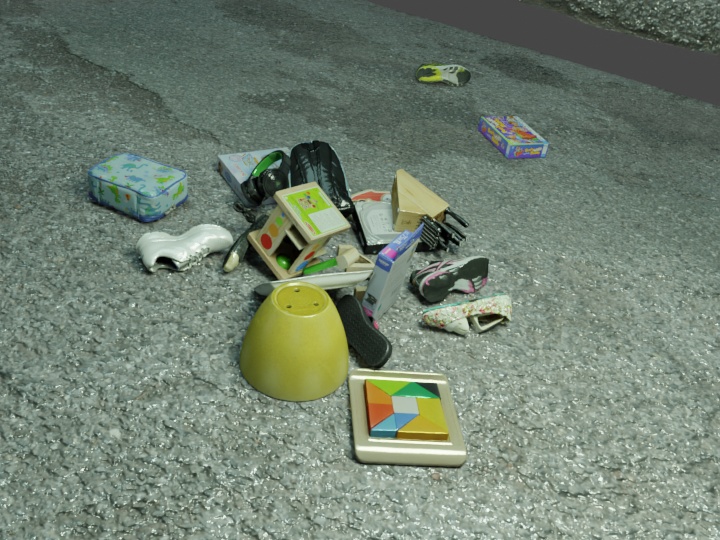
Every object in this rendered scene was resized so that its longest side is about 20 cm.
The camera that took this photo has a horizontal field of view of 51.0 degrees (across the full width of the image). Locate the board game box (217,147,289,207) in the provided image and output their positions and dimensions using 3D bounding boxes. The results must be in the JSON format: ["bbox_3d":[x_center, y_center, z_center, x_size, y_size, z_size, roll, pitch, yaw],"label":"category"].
[{"bbox_3d":[-0.231,-0.237,1.886,0.197,0.042,0.200,-11,39,-28],"label":"board game box"}]

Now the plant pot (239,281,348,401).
[{"bbox_3d":[-0.109,0.106,1.318,0.197,0.144,0.201,7,34,-5],"label":"plant pot"}]

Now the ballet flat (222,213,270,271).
[{"bbox_3d":[-0.232,-0.057,1.605,0.057,0.066,0.200,43,40,-7],"label":"ballet flat"}]

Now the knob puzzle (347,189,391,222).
[{"bbox_3d":[0.047,-0.154,1.842,0.216,0.031,0.221,6,34,-4],"label":"knob puzzle"}]

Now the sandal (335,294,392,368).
[{"bbox_3d":[0.006,0.118,1.403,0.045,0.075,0.200,28,14,-40],"label":"sandal"}]

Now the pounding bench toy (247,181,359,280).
[{"bbox_3d":[-0.110,-0.046,1.542,0.201,0.156,0.124,51,39,13],"label":"pounding bench toy"}]

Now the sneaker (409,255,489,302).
[{"bbox_3d":[0.188,0.002,1.607,0.198,0.081,0.086,-10,27,-36],"label":"sneaker"}]

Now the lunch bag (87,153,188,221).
[{"bbox_3d":[-0.502,-0.194,1.720,0.198,0.083,0.161,19,36,15],"label":"lunch bag"}]

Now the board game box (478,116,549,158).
[{"bbox_3d":[0.465,-0.409,2.305,0.133,0.045,0.201,-5,36,-20],"label":"board game box"}]

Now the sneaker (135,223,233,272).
[{"bbox_3d":[-0.356,-0.038,1.552,0.197,0.075,0.088,-13,51,-19],"label":"sneaker"}]

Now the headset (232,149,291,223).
[{"bbox_3d":[-0.228,-0.196,1.704,0.123,0.094,0.202,-16,48,39],"label":"headset"}]

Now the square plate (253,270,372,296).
[{"bbox_3d":[-0.095,0.027,1.451,0.195,0.029,0.200,-6,-2,-18],"label":"square plate"}]

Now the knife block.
[{"bbox_3d":[0.161,-0.135,1.723,0.173,0.064,0.202,7,46,-10],"label":"knife block"}]

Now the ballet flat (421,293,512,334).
[{"bbox_3d":[0.218,0.091,1.492,0.197,0.076,0.065,-10,71,-18],"label":"ballet flat"}]

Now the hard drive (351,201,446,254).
[{"bbox_3d":[0.089,-0.103,1.744,0.197,0.038,0.141,-2,49,-18],"label":"hard drive"}]

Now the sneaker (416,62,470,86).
[{"bbox_3d":[0.293,-0.707,2.677,0.197,0.075,0.085,4,33,-8],"label":"sneaker"}]

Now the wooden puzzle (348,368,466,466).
[{"bbox_3d":[0.075,0.237,1.263,0.182,0.038,0.201,5,34,-8],"label":"wooden puzzle"}]

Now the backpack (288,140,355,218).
[{"bbox_3d":[-0.108,-0.207,1.766,0.161,0.154,0.203,-10,76,-10],"label":"backpack"}]

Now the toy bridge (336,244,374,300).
[{"bbox_3d":[0.000,0.000,1.591,0.066,0.028,0.201,1,30,-14],"label":"toy bridge"}]

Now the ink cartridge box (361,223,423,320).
[{"bbox_3d":[0.056,0.005,1.452,0.042,0.202,0.119,31,37,14],"label":"ink cartridge box"}]
